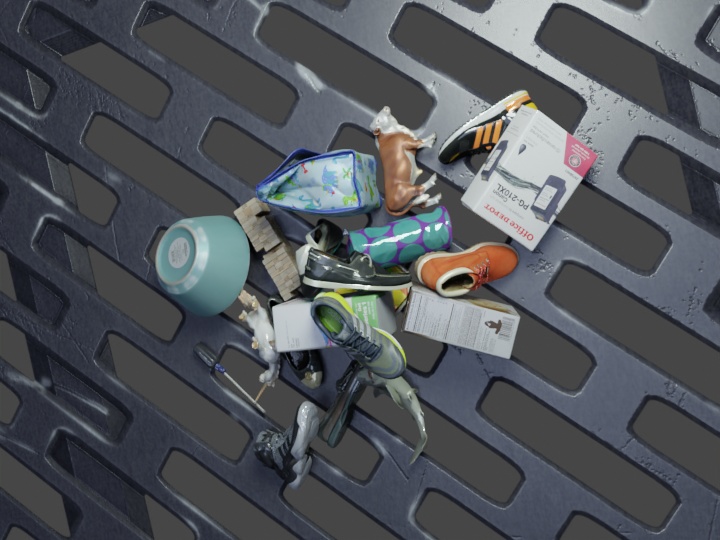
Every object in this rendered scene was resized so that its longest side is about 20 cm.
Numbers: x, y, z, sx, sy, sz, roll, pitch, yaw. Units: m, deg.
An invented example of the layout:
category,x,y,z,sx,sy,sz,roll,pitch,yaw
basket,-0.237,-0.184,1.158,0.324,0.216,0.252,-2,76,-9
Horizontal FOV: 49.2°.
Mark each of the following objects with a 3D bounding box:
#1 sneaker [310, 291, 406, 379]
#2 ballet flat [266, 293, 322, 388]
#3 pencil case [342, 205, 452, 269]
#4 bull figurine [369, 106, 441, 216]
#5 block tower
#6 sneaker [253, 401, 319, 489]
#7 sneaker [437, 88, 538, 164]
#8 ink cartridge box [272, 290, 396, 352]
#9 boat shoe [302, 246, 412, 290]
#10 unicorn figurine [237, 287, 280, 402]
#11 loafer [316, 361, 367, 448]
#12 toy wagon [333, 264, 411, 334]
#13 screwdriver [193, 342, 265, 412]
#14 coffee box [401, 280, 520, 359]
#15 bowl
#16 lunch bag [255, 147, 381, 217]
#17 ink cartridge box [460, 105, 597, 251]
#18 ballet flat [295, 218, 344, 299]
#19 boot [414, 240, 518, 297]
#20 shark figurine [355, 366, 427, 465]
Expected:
category,x,y,z,sx,sy,sz,roll,pitch,yaw
sneaker,-0.011,0.114,1.305,0.198,0.081,0.075,36,102,9
ballet flat,-0.135,0.141,1.541,0.066,0.057,0.203,-29,85,15
pencil case,0.069,-0.056,1.439,0.195,0.093,0.086,-15,128,-4
bull figurine,0.083,-0.205,1.462,0.119,0.065,0.205,-6,88,15
block tower,-0.169,-0.043,1.543,0.057,0.054,0.203,-30,86,14
sneaker,-0.148,0.326,1.522,0.112,0.075,0.204,20,121,17
sneaker,0.235,-0.237,1.420,0.198,0.070,0.091,-34,81,11
ink cartridge box,-0.045,0.089,1.430,0.195,0.145,0.086,-7,92,15
boat shoe,0.000,0.000,1.363,0.195,0.072,0.069,6,93,-14
unicorn figurine,-0.190,0.140,1.532,0.072,0.138,0.205,-7,71,2
loafer,-0.035,0.242,1.516,0.062,0.072,0.203,27,101,18
toy wagon,0.012,0.062,1.508,0.155,0.040,0.201,42,101,9
screwdriver,-0.262,0.216,1.594,0.199,0.028,0.029,37,72,8
coffee box,0.176,0.086,1.412,0.195,0.114,0.082,14,97,3
bowl,-0.321,-0.019,1.521,0.197,0.104,0.206,-8,75,32
lunch bag,-0.075,-0.157,1.453,0.195,0.170,0.131,-8,91,16
ink cartridge box,0.291,-0.160,1.375,0.143,0.085,0.202,30,101,-17
ballet flat,-0.085,-0.028,1.453,0.067,0.202,0.069,-31,114,29
boot,0.205,0.004,1.396,0.195,0.107,0.077,-11,110,-15
shark figurine,0.065,0.249,1.499,0.089,0.128,0.216,-29,104,38
